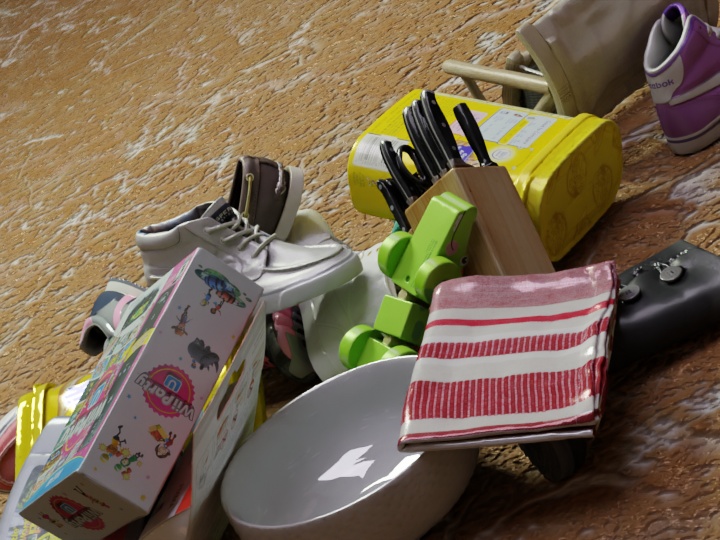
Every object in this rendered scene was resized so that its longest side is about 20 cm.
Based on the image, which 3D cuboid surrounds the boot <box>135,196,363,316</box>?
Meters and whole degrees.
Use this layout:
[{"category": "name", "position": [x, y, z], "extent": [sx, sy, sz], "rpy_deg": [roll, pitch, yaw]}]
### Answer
[{"category": "boot", "position": [-0.099, -0.015, 1.643], "extent": [0.198, 0.096, 0.074], "rpy_deg": [-13, 14, 25]}]

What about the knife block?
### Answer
[{"category": "knife block", "position": [0.094, -0.046, 1.575], "extent": [0.064, 0.177, 0.199], "rpy_deg": [-6, 19, -41]}]

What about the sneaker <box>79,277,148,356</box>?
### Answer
[{"category": "sneaker", "position": [-0.205, 0.064, 1.912], "extent": [0.199, 0.070, 0.082], "rpy_deg": [9, 63, 57]}]

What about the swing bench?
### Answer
[{"category": "swing bench", "position": [0.214, -0.209, 1.841], "extent": [0.198, 0.130, 0.200], "rpy_deg": [-37, 9, -18]}]

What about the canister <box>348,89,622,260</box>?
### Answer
[{"category": "canister", "position": [0.107, -0.088, 1.720], "extent": [0.199, 0.087, 0.148], "rpy_deg": [14, 39, 32]}]

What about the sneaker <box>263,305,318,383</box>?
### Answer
[{"category": "sneaker", "position": [-0.077, 0.062, 1.759], "extent": [0.096, 0.079, 0.200], "rpy_deg": [-51, 21, 11]}]

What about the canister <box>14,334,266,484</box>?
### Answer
[{"category": "canister", "position": [-0.182, 0.134, 1.654], "extent": [0.199, 0.087, 0.149], "rpy_deg": [-22, 41, 11]}]

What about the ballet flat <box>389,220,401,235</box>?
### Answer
[{"category": "ballet flat", "position": [0.058, -0.030, 1.798], "extent": [0.070, 0.068, 0.201], "rpy_deg": [-3, 30, 10]}]

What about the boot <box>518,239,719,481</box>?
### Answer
[{"category": "boot", "position": [0.194, 0.060, 1.440], "extent": [0.199, 0.066, 0.165], "rpy_deg": [-21, 35, -11]}]

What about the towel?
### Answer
[{"category": "towel", "position": [0.107, 0.058, 1.393], "extent": [0.143, 0.023, 0.200], "rpy_deg": [-7, 29, 16]}]

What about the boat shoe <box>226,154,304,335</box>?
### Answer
[{"category": "boat shoe", "position": [-0.111, -0.004, 1.729], "extent": [0.072, 0.059, 0.201], "rpy_deg": [-122, 52, -66]}]

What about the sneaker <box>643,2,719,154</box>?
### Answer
[{"category": "sneaker", "position": [0.325, -0.206, 1.779], "extent": [0.072, 0.115, 0.200], "rpy_deg": [-6, 30, 46]}]

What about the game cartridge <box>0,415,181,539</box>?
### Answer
[{"category": "game cartridge", "position": [-0.218, 0.200, 1.535], "extent": [0.132, 0.041, 0.201], "rpy_deg": [-7, 52, 26]}]

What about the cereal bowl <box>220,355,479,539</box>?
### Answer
[{"category": "cereal bowl", "position": [0.002, 0.152, 1.428], "extent": [0.199, 0.084, 0.200], "rpy_deg": [-25, 23, 11]}]

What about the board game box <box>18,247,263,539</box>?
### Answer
[{"category": "board game box", "position": [-0.164, 0.098, 1.473], "extent": [0.147, 0.064, 0.201], "rpy_deg": [-35, 26, 58]}]

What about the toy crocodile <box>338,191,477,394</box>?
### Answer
[{"category": "toy crocodile", "position": [0.040, 0.036, 1.543], "extent": [0.067, 0.061, 0.201], "rpy_deg": [26, 94, 49]}]

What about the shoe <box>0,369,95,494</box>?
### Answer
[{"category": "shoe", "position": [-0.247, 0.138, 1.770], "extent": [0.199, 0.072, 0.091], "rpy_deg": [-32, 17, -20]}]

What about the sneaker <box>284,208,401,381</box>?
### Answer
[{"category": "sneaker", "position": [0.000, 0.000, 1.690], "extent": [0.115, 0.073, 0.201], "rpy_deg": [-39, 44, 22]}]

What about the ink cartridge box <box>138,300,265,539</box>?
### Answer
[{"category": "ink cartridge box", "position": [-0.121, 0.139, 1.458], "extent": [0.047, 0.201, 0.161], "rpy_deg": [15, 39, 9]}]
